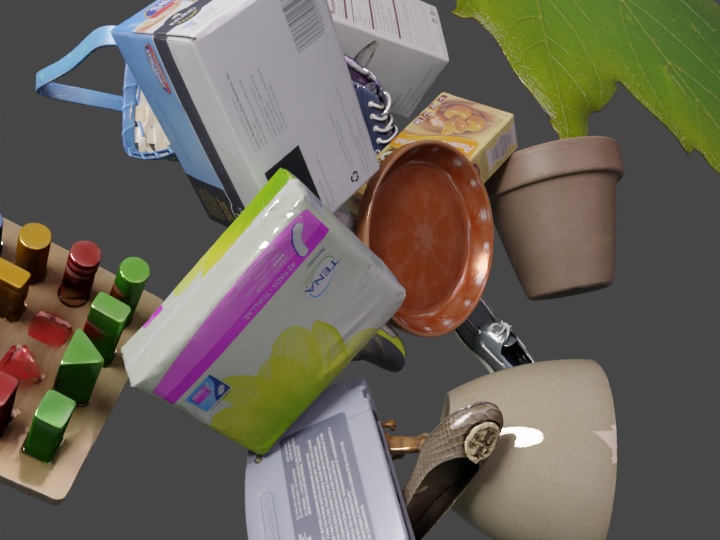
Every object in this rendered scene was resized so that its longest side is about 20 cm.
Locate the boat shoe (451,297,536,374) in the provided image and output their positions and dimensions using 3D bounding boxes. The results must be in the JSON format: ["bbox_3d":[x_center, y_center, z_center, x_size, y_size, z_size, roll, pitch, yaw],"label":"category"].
[{"bbox_3d":[0.170,0.085,0.836,0.072,0.062,0.202,-25,75,-41],"label":"boat shoe"}]

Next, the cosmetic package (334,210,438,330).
[{"bbox_3d":[0.000,0.000,0.736,0.198,0.050,0.084,25,77,-39],"label":"cosmetic package"}]

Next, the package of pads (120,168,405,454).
[{"bbox_3d":[-0.072,0.043,0.583,0.154,0.200,0.068,40,4,-39],"label":"package of pads"}]

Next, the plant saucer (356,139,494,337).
[{"bbox_3d":[0.069,-0.033,0.743,0.197,0.032,0.206,-3,95,-42],"label":"plant saucer"}]

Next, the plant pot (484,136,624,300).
[{"bbox_3d":[0.257,-0.057,0.926,0.197,0.199,0.179,-3,80,-33],"label":"plant pot"}]

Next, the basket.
[{"bbox_3d":[-0.198,-0.184,0.701,0.197,0.174,0.143,9,82,-43],"label":"basket"}]

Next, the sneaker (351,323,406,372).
[{"bbox_3d":[-0.044,0.077,0.712,0.196,0.074,0.083,19,68,-19],"label":"sneaker"}]

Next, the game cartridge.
[{"bbox_3d":[-0.030,0.196,0.583,0.042,0.131,0.202,55,12,-45],"label":"game cartridge"}]

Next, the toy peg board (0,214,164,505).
[{"bbox_3d":[-0.275,0.041,0.560,0.197,0.098,0.203,29,48,-13],"label":"toy peg board"}]

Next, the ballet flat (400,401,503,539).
[{"bbox_3d":[0.058,0.198,0.605,0.067,0.201,0.047,32,14,-29],"label":"ballet flat"}]

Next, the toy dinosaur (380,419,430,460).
[{"bbox_3d":[-0.020,0.175,0.645,0.196,0.106,0.061,-24,104,-2],"label":"toy dinosaur"}]

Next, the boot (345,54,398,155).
[{"bbox_3d":[0.017,-0.186,0.904,0.199,0.090,0.073,38,47,-4],"label":"boot"}]

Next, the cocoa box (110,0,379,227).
[{"bbox_3d":[-0.092,-0.144,0.611,0.130,0.202,0.133,21,55,41],"label":"cocoa box"}]

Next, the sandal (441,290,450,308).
[{"bbox_3d":[0.079,-0.026,0.851,0.047,0.076,0.204,7,54,-8],"label":"sandal"}]

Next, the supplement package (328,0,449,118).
[{"bbox_3d":[0.004,-0.313,0.965,0.196,0.117,0.120,10,54,-26],"label":"supplement package"}]

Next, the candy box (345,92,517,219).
[{"bbox_3d":[0.086,-0.124,0.848,0.114,0.056,0.200,28,63,38],"label":"candy box"}]

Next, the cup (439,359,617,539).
[{"bbox_3d":[0.149,0.180,0.692,0.140,0.202,0.203,8,51,2],"label":"cup"}]
